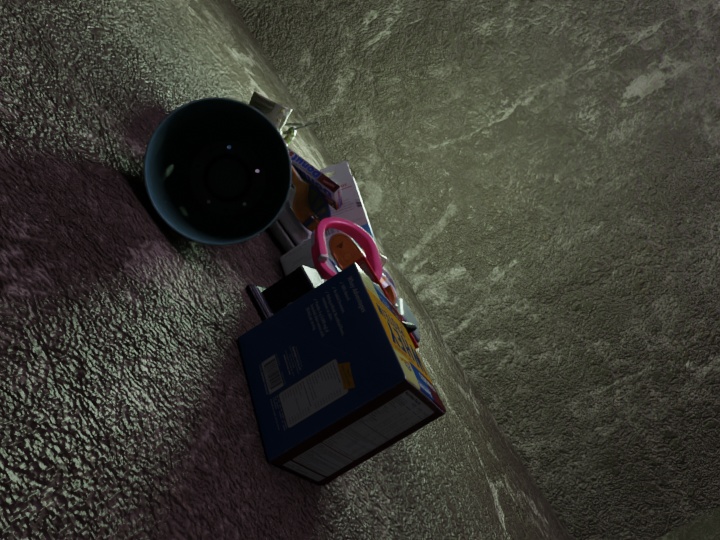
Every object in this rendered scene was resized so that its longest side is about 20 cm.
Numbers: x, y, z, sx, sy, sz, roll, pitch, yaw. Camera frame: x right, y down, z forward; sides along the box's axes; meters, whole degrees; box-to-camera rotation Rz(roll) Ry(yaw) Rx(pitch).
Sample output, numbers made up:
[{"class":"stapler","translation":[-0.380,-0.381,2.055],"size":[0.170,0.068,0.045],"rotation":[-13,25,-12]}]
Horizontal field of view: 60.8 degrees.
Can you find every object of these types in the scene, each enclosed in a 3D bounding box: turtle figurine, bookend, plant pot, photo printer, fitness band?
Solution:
[{"class":"turtle figurine","translation":[-0.230,-0.394,1.671],"size":[0.194,0.200,0.144],"rotation":[35,42,1]},{"class":"bookend","translation":[-0.047,0.062,1.007],"size":[0.199,0.200,0.092],"rotation":[60,9,13]},{"class":"plant pot","translation":[-0.205,-0.141,0.917],"size":[0.201,0.200,0.161],"rotation":[56,-4,-9]},{"class":"photo printer","translation":[-0.147,-0.092,1.406],"size":[0.167,0.069,0.200],"rotation":[55,9,-13]},{"class":"fitness band","translation":[-0.027,-0.035,1.238],"size":[0.143,0.037,0.200],"rotation":[15,37,-20]}]

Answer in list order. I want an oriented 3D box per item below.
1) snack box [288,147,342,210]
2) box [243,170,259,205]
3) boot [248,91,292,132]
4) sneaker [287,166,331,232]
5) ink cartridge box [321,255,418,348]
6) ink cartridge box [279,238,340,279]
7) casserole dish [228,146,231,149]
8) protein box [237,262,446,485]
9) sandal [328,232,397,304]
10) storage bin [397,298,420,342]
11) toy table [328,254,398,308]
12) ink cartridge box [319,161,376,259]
[{"class":"snack box","translation":[-0.119,-0.209,1.318],"size":[0.200,0.024,0.072],"rotation":[39,-18,18]},{"class":"box","translation":[-0.220,-0.159,1.187],"size":[0.200,0.041,0.156],"rotation":[-95,172,-73]},{"class":"boot","translation":[-0.194,-0.301,1.411],"size":[0.200,0.155,0.072],"rotation":[32,9,-3]},{"class":"sneaker","translation":[-0.134,-0.167,1.318],"size":[0.200,0.075,0.088],"rotation":[52,-3,-14]},{"class":"ink cartridge box","translation":[-0.021,0.099,1.097],"size":[0.200,0.173,0.044],"rotation":[59,10,10]},{"class":"ink cartridge box","translation":[-0.074,0.057,1.249],"size":[0.146,0.086,0.200],"rotation":[47,12,-47]},{"class":"casserole dish","translation":[-0.285,-0.275,1.158],"size":[0.121,0.039,0.200],"rotation":[16,19,-14]},{"class":"protein box","translation":[-0.030,0.140,0.828],"size":[0.135,0.200,0.199],"rotation":[47,14,-49]},{"class":"sandal","translation":[-0.007,0.005,1.298],"size":[0.207,0.079,0.059],"rotation":[51,7,12]},{"class":"storage bin","translation":[0.075,0.161,1.525],"size":[0.146,0.134,0.200],"rotation":[56,10,-9]},{"class":"toy table","translation":[0.004,0.037,1.474],"size":[0.200,0.184,0.117],"rotation":[18,9,-12]},{"class":"ink cartridge box","translation":[-0.049,-0.141,1.441],"size":[0.067,0.116,0.200],"rotation":[49,23,-78]}]
